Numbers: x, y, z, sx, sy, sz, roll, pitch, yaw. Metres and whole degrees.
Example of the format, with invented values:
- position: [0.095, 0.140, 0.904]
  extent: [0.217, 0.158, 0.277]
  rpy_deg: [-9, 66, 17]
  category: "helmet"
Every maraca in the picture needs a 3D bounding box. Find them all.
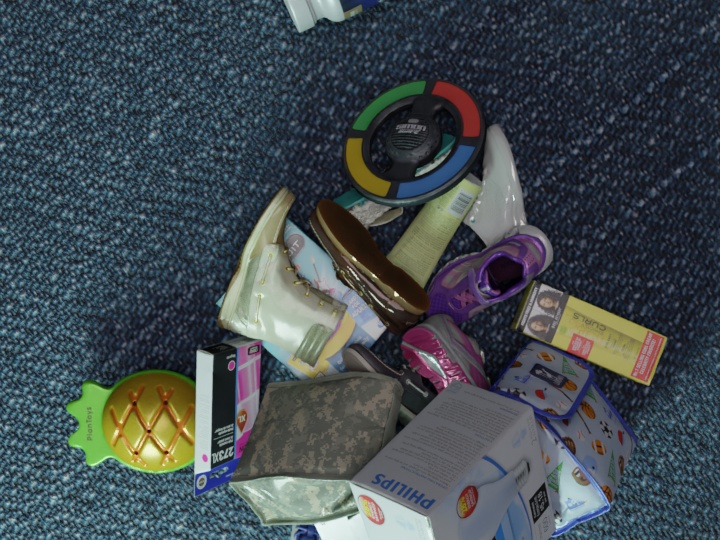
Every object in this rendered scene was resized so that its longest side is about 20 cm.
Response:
- position: [-0.292, 0.201, 1.311]
  extent: [0.195, 0.107, 0.140]
  rpy_deg: [-2, 92, 0]
  category: "maraca"

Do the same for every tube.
- position: [0.090, -0.047, 1.328]
  extent: [0.058, 0.051, 0.202]
  rpy_deg: [47, 114, 38]
  category: "tube"

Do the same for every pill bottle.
- position: [-0.012, -0.399, 1.293]
  extent: [0.197, 0.116, 0.117]
  rpy_deg: [-25, 91, 1]
  category: "pill bottle"

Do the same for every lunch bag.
- position: [-0.040, 0.223, 1.243]
  extent: [0.197, 0.166, 0.118]
  rpy_deg: [-11, 129, 29]
  category: "lunch bag"
- position: [0.252, 0.202, 1.273]
  extent: [0.123, 0.170, 0.201]
  rpy_deg: [-38, 88, 33]
  category: "lunch bag"

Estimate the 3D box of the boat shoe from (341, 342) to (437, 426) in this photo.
- position: [0.055, 0.155, 1.320]
  extent: [0.200, 0.072, 0.063]
  rpy_deg: [45, 69, -20]
  category: "boat shoe"

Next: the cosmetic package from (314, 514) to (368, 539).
- position: [0.039, 0.366, 1.293]
  extent: [0.148, 0.052, 0.203]
  rpy_deg: [-15, 114, 14]
  category: "cosmetic package"

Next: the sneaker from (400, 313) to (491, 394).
- position: [0.137, 0.139, 1.301]
  extent: [0.080, 0.088, 0.202]
  rpy_deg: [-18, 108, 39]
  category: "sneaker"

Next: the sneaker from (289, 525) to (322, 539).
- position: [-0.062, 0.348, 1.326]
  extent: [0.074, 0.088, 0.205]
  rpy_deg: [0, 90, 1]
  category: "sneaker"

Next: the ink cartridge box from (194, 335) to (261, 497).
- position: [-0.176, 0.194, 1.302]
  extent: [0.037, 0.094, 0.204]
  rpy_deg: [14, 106, 33]
  category: "ink cartridge box"

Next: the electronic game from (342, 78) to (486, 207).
- position: [0.069, -0.170, 1.290]
  extent: [0.196, 0.042, 0.203]
  rpy_deg: [-11, 56, 17]
  category: "electronic game"

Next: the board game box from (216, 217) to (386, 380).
- position: [-0.073, 0.053, 1.338]
  extent: [0.199, 0.047, 0.152]
  rpy_deg: [41, 91, -1]
  category: "board game box"

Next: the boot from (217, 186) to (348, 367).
- position: [-0.083, 0.009, 1.275]
  extent: [0.152, 0.072, 0.203]
  rpy_deg: [24, 101, 0]
  category: "boot"

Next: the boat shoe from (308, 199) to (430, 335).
- position: [0.000, 0.000, 1.283]
  extent: [0.200, 0.070, 0.070]
  rpy_deg: [48, 127, 1]
  category: "boat shoe"

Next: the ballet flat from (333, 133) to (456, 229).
- position: [0.053, -0.111, 1.334]
  extent: [0.198, 0.072, 0.073]
  rpy_deg: [-30, 91, 3]
  category: "ballet flat"

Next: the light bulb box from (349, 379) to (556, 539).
- position: [0.115, 0.277, 1.160]
  extent: [0.199, 0.123, 0.201]
  rpy_deg: [-38, 125, -34]
  category: "light bulb box"

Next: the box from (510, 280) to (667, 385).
- position: [0.308, 0.084, 1.339]
  extent: [0.197, 0.050, 0.076]
  rpy_deg: [24, 90, -1]
  category: "box"

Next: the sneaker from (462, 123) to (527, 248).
- position: [0.177, -0.092, 1.329]
  extent: [0.087, 0.075, 0.204]
  rpy_deg: [-10, 93, 12]
  category: "sneaker"

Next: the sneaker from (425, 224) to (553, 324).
- position: [0.158, 0.017, 1.292]
  extent: [0.199, 0.089, 0.081]
  rpy_deg: [-34, 98, 29]
  category: "sneaker"
